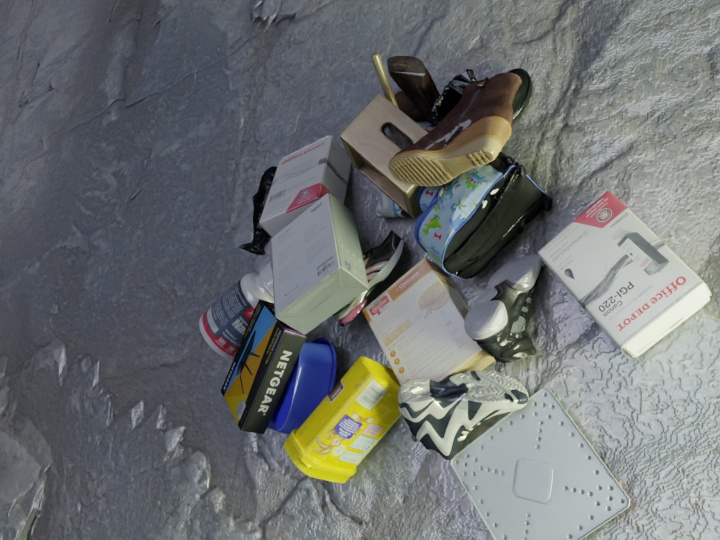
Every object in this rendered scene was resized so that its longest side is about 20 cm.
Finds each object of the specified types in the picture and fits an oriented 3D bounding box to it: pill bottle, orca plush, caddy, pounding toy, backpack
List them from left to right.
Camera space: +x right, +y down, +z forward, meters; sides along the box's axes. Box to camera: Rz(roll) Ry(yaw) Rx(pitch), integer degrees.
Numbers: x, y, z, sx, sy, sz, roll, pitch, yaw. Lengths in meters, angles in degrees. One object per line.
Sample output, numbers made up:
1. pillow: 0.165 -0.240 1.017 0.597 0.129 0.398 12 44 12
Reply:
1. pill bottle: -0.219 0.076 1.349 0.200 0.119 0.120 -41 55 16
2. orca plush: -0.224 -0.141 1.459 0.105 0.071 0.201 26 89 38
3. caddy: -0.107 0.220 1.235 0.141 0.104 0.201 -10 66 57
4. pounding toy: 0.060 -0.226 1.148 0.200 0.184 0.142 43 88 14
5. backpack: 0.182 -0.097 1.096 0.200 0.183 0.147 -53 53 9

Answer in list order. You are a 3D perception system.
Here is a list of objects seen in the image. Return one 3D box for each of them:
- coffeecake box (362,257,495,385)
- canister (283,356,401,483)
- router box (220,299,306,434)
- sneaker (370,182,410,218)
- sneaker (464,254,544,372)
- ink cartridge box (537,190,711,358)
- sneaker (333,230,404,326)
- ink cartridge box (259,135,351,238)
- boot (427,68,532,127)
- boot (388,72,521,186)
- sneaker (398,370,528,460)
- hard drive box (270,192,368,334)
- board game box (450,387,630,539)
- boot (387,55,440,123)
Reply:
1. coffeecake box: 0.115 0.106 1.137 0.153 0.073 0.201 -41 56 18
2. canister: -0.013 0.253 1.129 0.200 0.148 0.087 -50 49 7
3. router box: -0.182 0.173 1.222 0.149 0.051 0.201 36 105 57
4. sneaker: 0.056 -0.194 1.288 0.086 0.075 0.202 -10 68 38
5. sneaker: 0.246 0.069 1.063 0.075 0.114 0.200 -2 36 50
6. ink cartridge box: 0.384 0.006 0.982 0.146 0.085 0.200 -43 57 15
7. sneaker: 0.000 0.000 1.213 0.086 0.080 0.200 39 77 -6
8. ink cartridge box: -0.105 -0.159 1.335 0.146 0.083 0.201 -20 40 28
9. boot: 0.209 -0.295 1.158 0.073 0.162 0.199 38 97 36
10. boot: 0.147 -0.218 1.030 0.199 0.072 0.167 -7 49 38
11. sneaker: 0.163 0.235 1.049 0.198 0.130 0.080 -8 30 1
12. hard drive box: -0.078 -0.015 1.178 0.156 0.077 0.201 -36 40 23
13. board game box: 0.261 0.314 0.994 0.200 0.026 0.200 -42 55 15
14. boot: 0.087 -0.341 1.234 0.186 0.200 0.065 29 91 37
